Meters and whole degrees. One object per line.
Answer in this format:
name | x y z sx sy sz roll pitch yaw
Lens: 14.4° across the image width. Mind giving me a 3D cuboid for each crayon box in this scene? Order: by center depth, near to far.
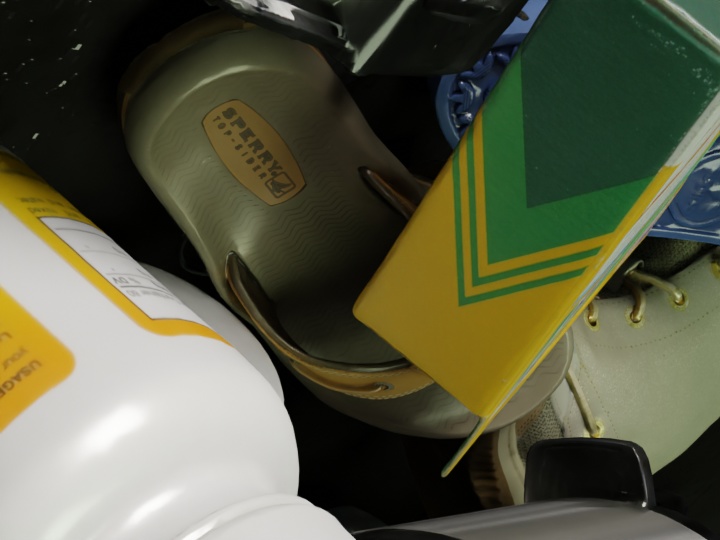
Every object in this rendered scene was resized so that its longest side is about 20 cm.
crayon box | 0.070 -0.044 0.769 0.126 0.051 0.200 -47 173 -38

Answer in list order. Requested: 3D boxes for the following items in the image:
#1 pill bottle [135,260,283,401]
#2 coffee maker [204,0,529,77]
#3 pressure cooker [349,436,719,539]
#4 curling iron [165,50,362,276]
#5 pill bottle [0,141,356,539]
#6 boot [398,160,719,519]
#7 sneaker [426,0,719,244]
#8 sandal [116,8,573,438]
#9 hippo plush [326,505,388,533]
pill bottle | -0.103 0.096 0.848 0.112 0.112 0.200 -7 138 -46
coffee maker | 0.036 -0.157 0.660 0.200 0.135 0.192 -47 178 17
pressure cooker | 0.057 0.161 0.891 0.200 0.179 0.176 -3 135 -56
curling iron | 0.014 -0.073 0.835 0.200 0.026 0.049 -48 145 17
pill bottle | -0.085 0.044 0.683 0.111 0.200 0.111 -33 146 -27
boot | 0.079 0.009 0.987 0.154 0.072 0.201 -40 136 -22
sneaker | 0.098 -0.057 0.929 0.199 0.078 0.070 16 125 -33
sandal | 0.000 0.000 0.831 0.080 0.054 0.200 -37 136 7
hippo plush | -0.004 0.179 1.027 0.161 0.200 0.159 -48 -178 -4
